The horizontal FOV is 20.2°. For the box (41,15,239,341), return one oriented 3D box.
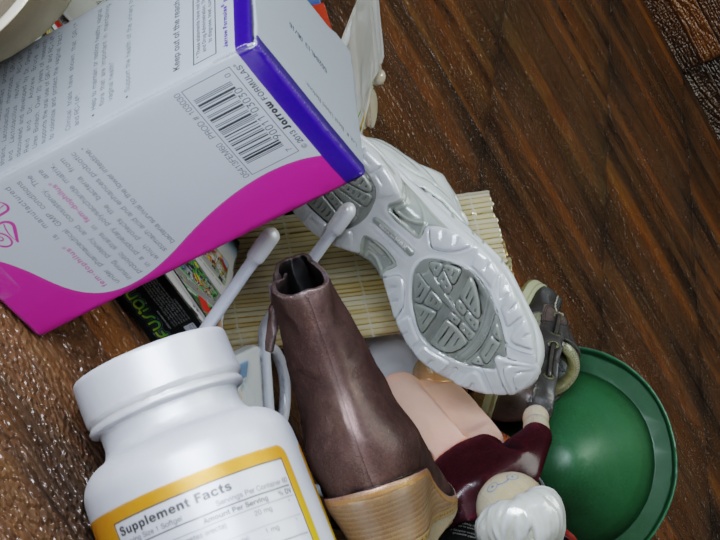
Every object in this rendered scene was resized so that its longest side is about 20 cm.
[{"bbox_3d":[-0.142,-0.053,1.155,0.200,0.035,0.110,55,21,-26],"label":"box"}]

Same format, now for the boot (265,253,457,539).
[{"bbox_3d":[-0.003,0.068,1.071,0.200,0.072,0.167,-114,-174,-82],"label":"boot"}]

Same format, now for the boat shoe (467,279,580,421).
[{"bbox_3d":[0.118,0.064,1.391,0.065,0.073,0.200,23,23,7],"label":"boat shoe"}]

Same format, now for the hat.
[{"bbox_3d":[0.116,0.131,1.376,0.176,0.199,0.166,10,87,-61],"label":"hat"}]

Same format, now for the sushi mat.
[{"bbox_3d":[0.000,0.000,1.267,0.012,0.199,0.096,103,-24,-55],"label":"sushi mat"}]

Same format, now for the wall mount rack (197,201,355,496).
[{"bbox_3d":[-0.053,0.055,1.134,0.200,0.074,0.175,-24,112,-69],"label":"wall mount rack"}]

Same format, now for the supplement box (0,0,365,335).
[{"bbox_3d":[-0.110,-0.067,1.007,0.101,0.199,0.104,49,23,-39],"label":"supplement box"}]

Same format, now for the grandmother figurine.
[{"bbox_3d":[0.061,0.115,1.186,0.061,0.121,0.200,52,-5,-28],"label":"grandmother figurine"}]

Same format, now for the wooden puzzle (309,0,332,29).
[{"bbox_3d":[-0.044,-0.183,1.459,0.185,0.046,0.201,77,-7,-72],"label":"wooden puzzle"}]

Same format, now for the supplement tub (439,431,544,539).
[{"bbox_3d":[0.059,0.185,1.254,0.123,0.122,0.200,59,21,-17],"label":"supplement tub"}]

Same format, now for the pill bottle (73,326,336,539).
[{"bbox_3d":[-0.070,0.135,0.996,0.111,0.111,0.201,4,63,-68],"label":"pill bottle"}]

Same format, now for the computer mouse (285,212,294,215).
[{"bbox_3d":[-0.010,-0.036,1.462,0.200,0.058,0.034,-23,106,-75],"label":"computer mouse"}]

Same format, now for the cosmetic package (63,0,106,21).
[{"bbox_3d":[-0.162,-0.222,1.195,0.104,0.073,0.200,47,15,-39],"label":"cosmetic package"}]

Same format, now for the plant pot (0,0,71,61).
[{"bbox_3d":[-0.201,-0.169,0.964,0.200,0.187,0.188,9,57,-82],"label":"plant pot"}]

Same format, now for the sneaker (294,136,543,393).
[{"bbox_3d":[0.047,-0.014,1.221,0.200,0.078,0.099,51,25,8],"label":"sneaker"}]

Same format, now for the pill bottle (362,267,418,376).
[{"bbox_3d":[0.031,0.030,1.383,0.117,0.116,0.200,62,20,-7],"label":"pill bottle"}]

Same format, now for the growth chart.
[{"bbox_3d":[-0.010,-0.116,1.349,0.200,0.018,0.145,-71,165,-45],"label":"growth chart"}]
